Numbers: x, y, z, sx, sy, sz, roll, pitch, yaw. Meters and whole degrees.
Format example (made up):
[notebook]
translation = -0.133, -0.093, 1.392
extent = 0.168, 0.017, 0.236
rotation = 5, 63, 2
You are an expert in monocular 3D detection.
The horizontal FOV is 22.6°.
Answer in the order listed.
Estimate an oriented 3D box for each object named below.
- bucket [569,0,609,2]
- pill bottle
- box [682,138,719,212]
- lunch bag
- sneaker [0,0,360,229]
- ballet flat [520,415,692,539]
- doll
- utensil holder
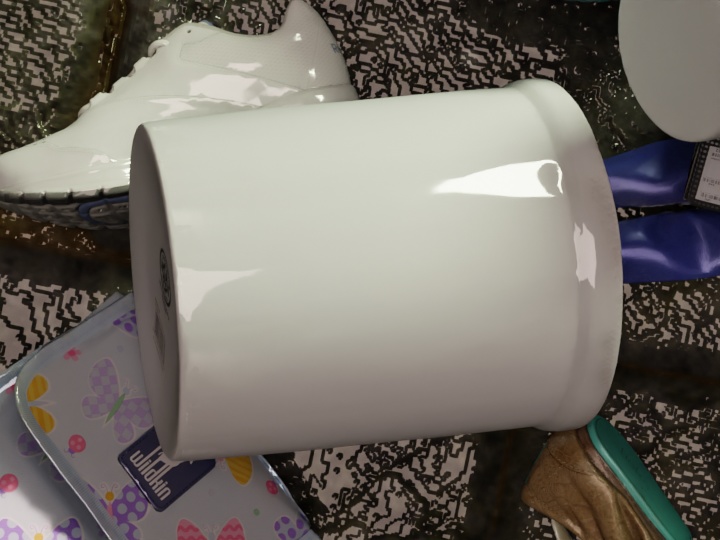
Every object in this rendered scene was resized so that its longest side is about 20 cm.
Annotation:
[bucket]
translation = 0.118, -0.227, 0.881
extent = 0.206, 0.135, 0.208
rotation = 0, 91, 1
[pill bottle]
translation = 0.217, -0.117, 0.790
extent = 0.199, 0.111, 0.111
rotation = -16, 91, -26
[box]
translation = 0.266, -0.069, 0.863
extent = 0.199, 0.160, 0.044
rotation = 15, 131, 8
[lunch bag]
translation = -0.145, 0.127, 0.906
extent = 0.200, 0.127, 0.170
rotation = -34, 91, -10
[sneaker]
translation = -0.097, -0.078, 0.933
extent = 0.199, 0.075, 0.087
rotation = -17, 80, -5
[ballet flat]
translation = 0.157, 0.167, 0.931
extent = 0.200, 0.068, 0.072
rotation = 47, 112, 0
[doll]
translation = 0.212, -0.044, 0.925
extent = 0.199, 0.048, 0.137
rotation = -7, 71, 1
[utensil holder]
translation = 0.000, 0.000, 0.850
extent = 0.199, 0.170, 0.171
rotation = -5, 91, -14
